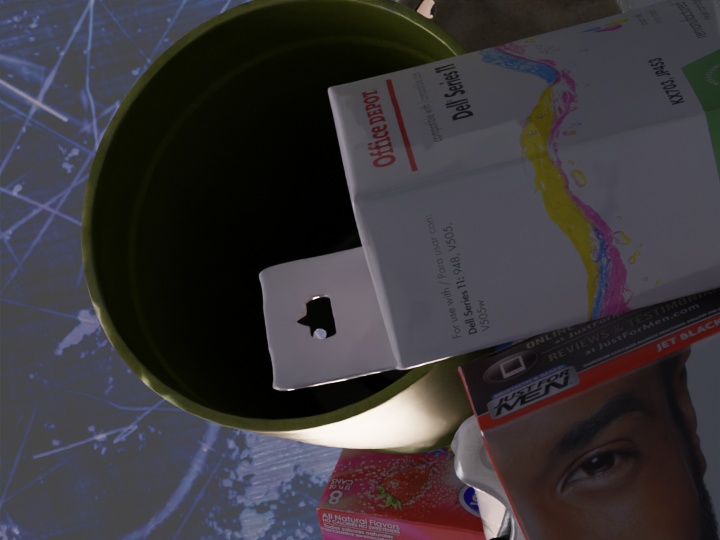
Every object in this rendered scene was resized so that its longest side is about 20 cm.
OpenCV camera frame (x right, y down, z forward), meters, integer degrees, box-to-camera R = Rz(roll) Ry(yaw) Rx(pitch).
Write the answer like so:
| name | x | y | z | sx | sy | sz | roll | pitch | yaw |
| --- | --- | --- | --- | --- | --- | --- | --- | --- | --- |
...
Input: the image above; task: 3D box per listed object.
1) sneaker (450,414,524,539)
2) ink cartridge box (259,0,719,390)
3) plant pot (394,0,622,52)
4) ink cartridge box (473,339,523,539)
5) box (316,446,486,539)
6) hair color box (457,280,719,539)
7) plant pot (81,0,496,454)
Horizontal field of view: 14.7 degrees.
| name | x | y | z | sx | sy | sz | roll | pitch | yaw |
| --- | --- | --- | --- | --- | --- | --- | --- | --- | --- |
| sneaker | 0.091 | 0.134 | 1.113 | 0.075 | 0.081 | 0.201 | -111 | 4 | -73 |
| ink cartridge box | 0.055 | -0.031 | 0.972 | 0.117 | 0.199 | 0.068 | -104 | -1 | -67 |
| plant pot | 0.070 | -0.063 | 1.473 | 0.184 | 0.199 | 0.202 | 95 | 163 | -57 |
| ink cartridge box | 0.112 | 0.062 | 1.289 | 0.200 | 0.084 | 0.147 | 77 | -150 | -67 |
| box | 0.088 | 0.134 | 1.465 | 0.096 | 0.199 | 0.100 | 79 | -153 | -42 |
| hair color box | 0.122 | 0.107 | 0.979 | 0.064 | 0.110 | 0.201 | -104 | -10 | -69 |
| plant pot | 0.000 | 0.000 | 1.295 | 0.193 | 0.199 | 0.202 | 44 | -151 | -65 |
